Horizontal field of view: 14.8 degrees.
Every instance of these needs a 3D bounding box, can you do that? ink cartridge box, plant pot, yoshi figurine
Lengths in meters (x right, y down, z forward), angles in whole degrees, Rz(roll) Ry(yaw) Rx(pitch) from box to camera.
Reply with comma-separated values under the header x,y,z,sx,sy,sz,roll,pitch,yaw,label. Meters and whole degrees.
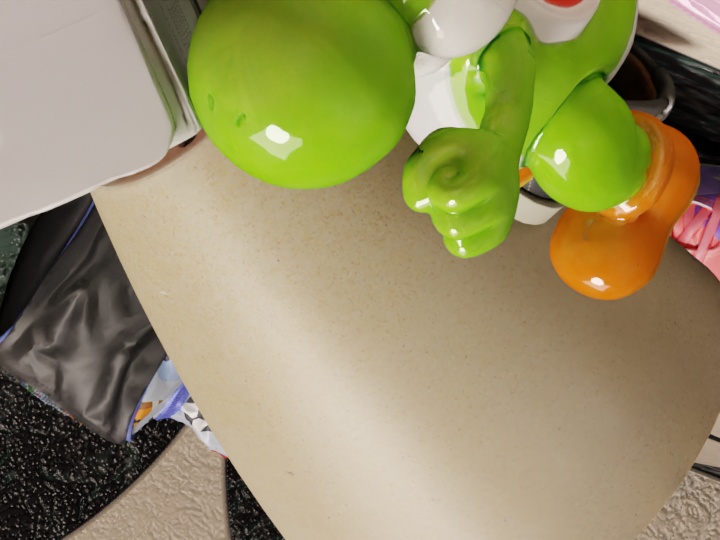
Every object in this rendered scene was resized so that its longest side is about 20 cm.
x,y,z,sx,sy,sz,roll,pitch,yaw,label
-0.118,-0.061,0.822,0.146,0.083,0.200,-23,-171,6,ink cartridge box
0.000,0.000,0.987,0.200,0.187,0.187,46,163,-27,plant pot
0.014,-0.049,0.766,0.112,0.112,0.200,-10,157,25,yoshi figurine

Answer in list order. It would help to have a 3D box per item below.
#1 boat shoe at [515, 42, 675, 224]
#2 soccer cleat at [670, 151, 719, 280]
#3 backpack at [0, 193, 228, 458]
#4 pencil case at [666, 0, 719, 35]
x,y,z,sx,sy,sz,roll,pitch,yaw,label
0.019,-0.088,0.879,0.068,0.072,0.200,-31,134,32,boat shoe
0.101,-0.028,1.102,0.200,0.068,0.073,20,172,32,soccer cleat
-0.068,-0.024,1.155,0.154,0.200,0.191,38,-173,-13,backpack
0.030,-0.097,0.517,0.199,0.088,0.087,20,175,-11,pencil case
